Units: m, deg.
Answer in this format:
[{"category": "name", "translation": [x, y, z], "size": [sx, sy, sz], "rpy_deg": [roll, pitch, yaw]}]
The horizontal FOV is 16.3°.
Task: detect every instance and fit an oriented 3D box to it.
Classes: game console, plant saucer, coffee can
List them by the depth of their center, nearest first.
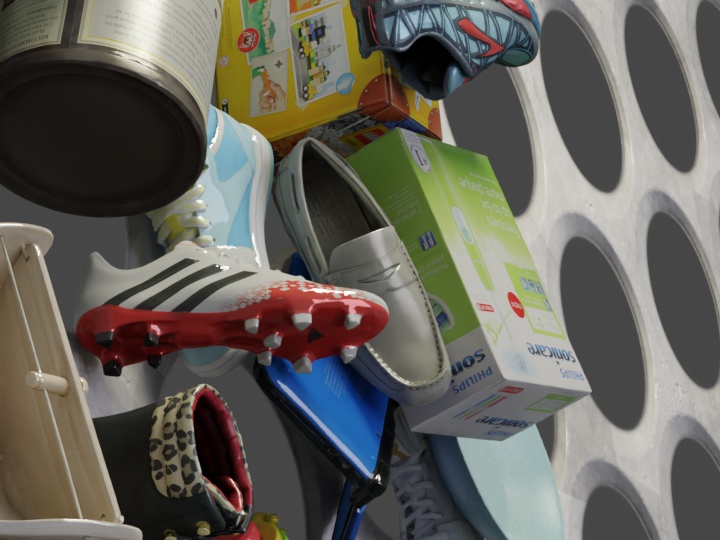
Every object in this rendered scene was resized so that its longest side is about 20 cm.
[{"category": "coffee can", "translation": [-0.159, -0.156, 1.579], "size": [0.146, 0.146, 0.200], "rpy_deg": [48, 36, -41]}, {"category": "game console", "translation": [-0.035, 0.112, 1.720], "size": [0.171, 0.118, 0.200], "rpy_deg": [46, 20, -14]}, {"category": "plant saucer", "translation": [0.091, 0.136, 1.879], "size": [0.201, 0.039, 0.201], "rpy_deg": [52, 24, -34]}]

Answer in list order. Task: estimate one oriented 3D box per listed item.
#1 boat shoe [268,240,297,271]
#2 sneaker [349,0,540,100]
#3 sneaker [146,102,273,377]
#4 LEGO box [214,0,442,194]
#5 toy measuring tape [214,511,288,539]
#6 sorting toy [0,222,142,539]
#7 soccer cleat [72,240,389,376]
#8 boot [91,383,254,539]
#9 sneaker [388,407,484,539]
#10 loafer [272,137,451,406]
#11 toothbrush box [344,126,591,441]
[{"category": "boat shoe", "translation": [-0.010, -0.011, 1.875], "size": [0.060, 0.072, 0.200], "rpy_deg": [67, 21, -5]}, {"category": "sneaker", "translation": [0.055, -0.161, 1.765], "size": [0.200, 0.079, 0.096], "rpy_deg": [16, 70, -49]}, {"category": "sneaker", "translation": [-0.122, -0.035, 1.666], "size": [0.131, 0.079, 0.200], "rpy_deg": [40, 38, -43]}, {"category": "LEGO box", "translation": [-0.029, -0.176, 1.844], "size": [0.077, 0.149, 0.201], "rpy_deg": [30, 50, -54]}, {"category": "toy measuring tape", "translation": [-0.082, 0.216, 1.597], "size": [0.074, 0.073, 0.200], "rpy_deg": [62, 28, -22]}, {"category": "sorting toy", "translation": [-0.236, 0.073, 1.356], "size": [0.180, 0.107, 0.200], "rpy_deg": [13, 49, -47]}, {"category": "soccer cleat", "translation": [-0.083, 0.018, 1.594], "size": [0.069, 0.199, 0.085], "rpy_deg": [90, -5, -53]}, {"category": "boot", "translation": [-0.134, 0.171, 1.425], "size": [0.073, 0.153, 0.204], "rpy_deg": [12, 65, -60]}, {"category": "sneaker", "translation": [0.035, 0.164, 1.866], "size": [0.116, 0.074, 0.200], "rpy_deg": [45, 28, -39]}, {"category": "loafer", "translation": [0.000, 0.000, 1.688], "size": [0.200, 0.070, 0.070], "rpy_deg": [57, -20, 21]}, {"category": "toothbrush box", "translation": [0.064, 0.012, 1.784], "size": [0.146, 0.086, 0.200], "rpy_deg": [13, 51, -60]}]
